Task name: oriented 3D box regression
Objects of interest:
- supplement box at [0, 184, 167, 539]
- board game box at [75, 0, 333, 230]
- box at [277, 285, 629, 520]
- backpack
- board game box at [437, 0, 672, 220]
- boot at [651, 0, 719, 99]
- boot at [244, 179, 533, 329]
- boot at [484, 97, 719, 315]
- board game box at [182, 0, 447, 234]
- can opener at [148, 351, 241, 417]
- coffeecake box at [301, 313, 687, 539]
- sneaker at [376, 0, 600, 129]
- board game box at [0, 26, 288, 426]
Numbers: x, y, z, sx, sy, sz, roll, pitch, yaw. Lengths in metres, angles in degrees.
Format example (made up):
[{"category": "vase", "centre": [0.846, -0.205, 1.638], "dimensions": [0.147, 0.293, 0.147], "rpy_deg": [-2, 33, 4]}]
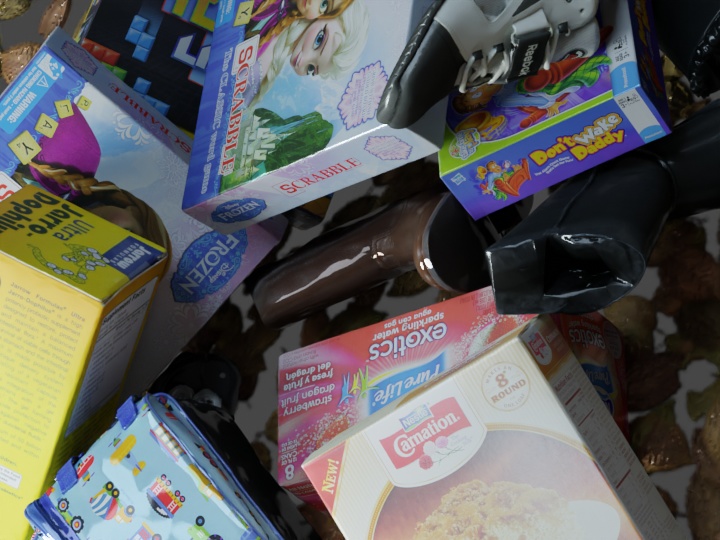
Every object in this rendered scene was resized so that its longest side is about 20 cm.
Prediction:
[{"category": "supplement box", "centre": [-0.217, 0.066, 1.719], "dimensions": [0.109, 0.109, 0.201], "rpy_deg": [25, 113, 10]}, {"category": "board game box", "centre": [-0.089, -0.144, 1.819], "dimensions": [0.166, 0.199, 0.057], "rpy_deg": [-69, 13, -13]}, {"category": "box", "centre": [0.055, 0.085, 1.640], "dimensions": [0.199, 0.100, 0.096], "rpy_deg": [-18, 55, 29]}, {"category": "backpack", "centre": [-0.134, 0.197, 1.673], "dimensions": [0.200, 0.134, 0.183], "rpy_deg": [-42, 67, 10]}, {"category": "board game box", "centre": [0.111, -0.139, 1.636], "dimensions": [0.134, 0.045, 0.201], "rpy_deg": [-24, 42, 20]}, {"category": "boot", "centre": [0.182, -0.158, 1.696], "dimensions": [0.198, 0.073, 0.162], "rpy_deg": [-45, 44, 1]}, {"category": "boot", "centre": [0.000, 0.000, 1.709], "dimensions": [0.199, 0.186, 0.065], "rpy_deg": [-21, 98, 25]}, {"category": "boot", "centre": [0.171, -0.040, 1.554], "dimensions": [0.164, 0.200, 0.066], "rpy_deg": [-21, 96, 25]}, {"category": "board game box", "centre": [-0.020, -0.142, 1.674], "dimensions": [0.199, 0.041, 0.201], "rpy_deg": [-21, 52, 43]}, {"category": "can opener", "centre": [-0.123, 0.148, 1.784], "dimensions": [0.063, 0.079, 0.201], "rpy_deg": [11, 72, 1]}, {"category": "coffeecake box", "centre": [0.087, 0.150, 1.520], "dimensions": [0.153, 0.073, 0.201], "rpy_deg": [-32, 91, 20]}, {"category": "sneaker", "centre": [0.090, -0.142, 1.547], "dimensions": [0.088, 0.074, 0.200], "rpy_deg": [40, 68, 4]}, {"category": "board game box", "centre": [-0.185, -0.021, 1.770], "dimensions": [0.200, 0.199, 0.041], "rpy_deg": [-47, 10, 22]}]
